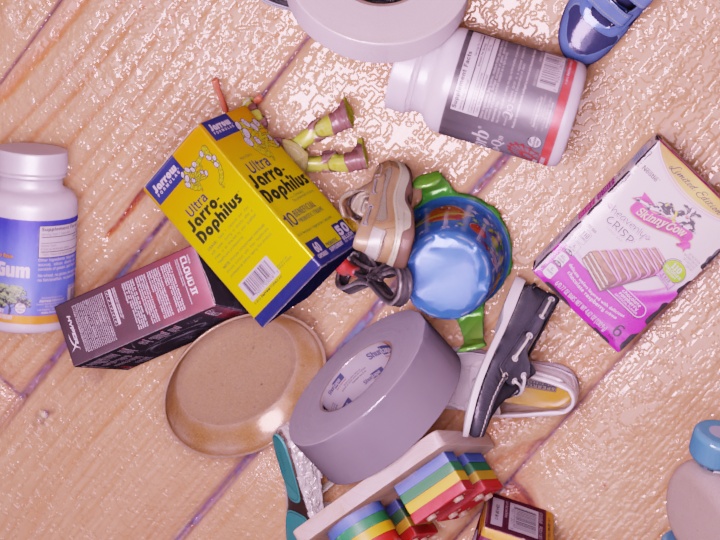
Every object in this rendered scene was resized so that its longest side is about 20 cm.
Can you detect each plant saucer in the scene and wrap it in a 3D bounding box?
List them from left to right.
[{"bbox_3d":[-0.136,0.123,1.724,0.198,0.036,0.202,-15,128,-19],"label":"plant saucer"}]

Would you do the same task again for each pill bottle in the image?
[{"bbox_3d":[-0.378,-0.039,1.719,0.111,0.112,0.203,6,104,6],"label":"pill bottle"},{"bbox_3d":[0.133,-0.192,1.616,0.198,0.116,0.117,17,105,4],"label":"pill bottle"}]

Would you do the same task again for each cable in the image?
[{"bbox_3d":[0.000,0.000,1.650,0.050,0.200,0.098,14,110,-21],"label":"cable"}]

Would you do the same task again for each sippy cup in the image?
[{"bbox_3d":[0.098,-0.008,1.655,0.177,0.130,0.140,39,105,-3],"label":"sippy cup"}]

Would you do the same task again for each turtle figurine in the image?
[{"bbox_3d":[-0.080,-0.136,1.682,0.159,0.064,0.202,-18,100,11],"label":"turtle figurine"}]

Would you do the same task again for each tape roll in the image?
[{"bbox_3d":[0.014,0.137,1.659,0.200,0.201,0.066,-39,108,14],"label":"tape roll"},{"bbox_3d":[0.018,-0.311,1.583,0.200,0.037,0.205,2,64,-4],"label":"tape roll"}]

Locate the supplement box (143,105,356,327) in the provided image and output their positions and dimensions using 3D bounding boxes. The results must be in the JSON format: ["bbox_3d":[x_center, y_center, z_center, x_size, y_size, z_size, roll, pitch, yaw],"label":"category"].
[{"bbox_3d":[-0.115,-0.060,1.620,0.200,0.109,0.110,48,120,4],"label":"supplement box"}]

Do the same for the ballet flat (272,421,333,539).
[{"bbox_3d":[-0.055,0.269,1.773,0.071,0.072,0.203,-4,108,8],"label":"ballet flat"}]

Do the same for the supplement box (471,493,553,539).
[{"bbox_3d":[0.154,0.376,1.746,0.085,0.110,0.202,18,104,4],"label":"supplement box"}]

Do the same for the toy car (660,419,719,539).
[{"bbox_3d":[0.460,0.279,1.685,0.198,0.177,0.186,-1,119,-22],"label":"toy car"}]

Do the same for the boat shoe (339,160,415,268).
[{"bbox_3d":[0.015,-0.071,1.612,0.075,0.200,0.072,10,112,-6],"label":"boat shoe"}]

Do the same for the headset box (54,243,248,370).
[{"bbox_3d":[-0.217,0.041,1.691,0.198,0.149,0.078,-24,80,12],"label":"headset box"}]

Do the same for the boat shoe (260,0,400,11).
[{"bbox_3d":[-0.033,-0.310,1.633,0.197,0.071,0.073,8,104,6],"label":"boat shoe"}]

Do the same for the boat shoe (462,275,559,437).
[{"bbox_3d":[0.165,0.099,1.655,0.060,0.076,0.202,21,67,6],"label":"boat shoe"}]

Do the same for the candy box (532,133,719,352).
[{"bbox_3d":[0.304,-0.030,1.659,0.136,0.061,0.200,42,104,-3],"label":"candy box"}]

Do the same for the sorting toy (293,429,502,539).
[{"bbox_3d":[0.053,0.263,1.681,0.198,0.200,0.070,-37,73,13],"label":"sorting toy"}]

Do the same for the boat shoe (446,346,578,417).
[{"bbox_3d":[0.149,0.134,1.712,0.197,0.070,0.072,7,104,5],"label":"boat shoe"}]

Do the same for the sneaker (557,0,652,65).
[{"bbox_3d":[0.279,-0.301,1.589,0.074,0.082,0.201,37,107,-4],"label":"sneaker"}]
